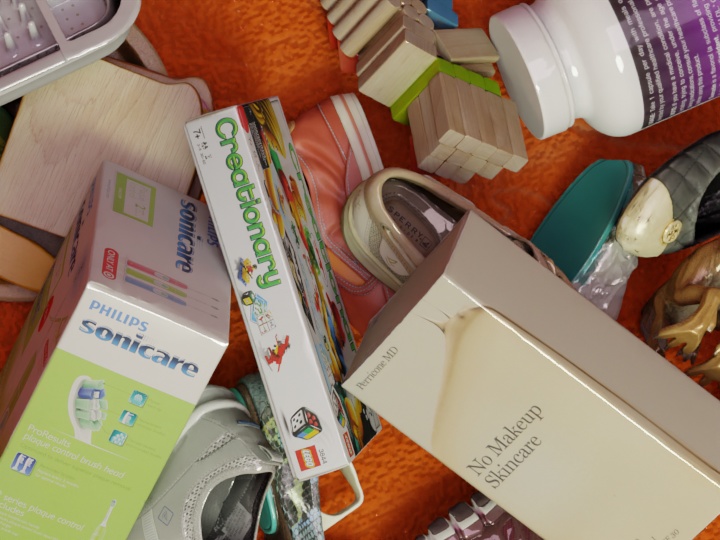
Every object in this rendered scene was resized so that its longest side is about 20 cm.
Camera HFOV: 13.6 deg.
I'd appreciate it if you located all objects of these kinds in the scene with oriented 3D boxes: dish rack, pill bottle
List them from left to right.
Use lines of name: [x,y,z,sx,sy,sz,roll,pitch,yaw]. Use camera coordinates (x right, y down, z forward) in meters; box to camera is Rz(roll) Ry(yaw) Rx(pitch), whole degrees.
dish rack: [-0.231,-0.147,1.679,0.199,0.044,0.172,-25,58,-8]
pill bottle: [0.179,-0.149,1.741,0.199,0.112,0.113,-23,94,-8]

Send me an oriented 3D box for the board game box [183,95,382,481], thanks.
board game box: [-0.041,0.006,1.650,0.034,0.126,0.201,-17,94,10]

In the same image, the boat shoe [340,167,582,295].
boat shoe: [0.078,0.013,1.681,0.200,0.065,0.072,39,71,-4]

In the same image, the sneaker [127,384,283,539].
sneaker: [-0.104,0.168,1.694,0.074,0.082,0.201,5,111,-42]

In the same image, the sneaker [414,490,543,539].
sneaker: [0.104,0.176,1.727,0.200,0.115,0.076,-42,140,-6]

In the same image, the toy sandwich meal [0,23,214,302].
toy sandwich meal: [-0.184,-0.072,1.704,0.204,0.070,0.207,0,91,-9]

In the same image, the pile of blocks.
pile of blocks: [0.024,-0.125,1.737,0.082,0.062,0.201,-4,58,-48]

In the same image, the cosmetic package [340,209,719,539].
cosmetic package: [0.102,0.073,1.634,0.200,0.073,0.104,36,124,-8]

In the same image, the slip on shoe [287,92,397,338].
slip on shoe: [0.000,0.000,1.737,0.061,0.074,0.201,-18,88,-3]

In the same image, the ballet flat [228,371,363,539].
ballet flat: [-0.026,0.155,1.738,0.074,0.074,0.201,-11,94,-9]

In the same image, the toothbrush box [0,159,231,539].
toothbrush box: [-0.146,0.067,1.637,0.086,0.146,0.201,24,116,-13]

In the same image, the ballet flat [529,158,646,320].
ballet flat: [0.113,0.028,1.766,0.072,0.072,0.201,35,87,-8]

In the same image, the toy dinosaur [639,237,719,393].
toy dinosaur: [0.201,0.002,1.704,0.060,0.200,0.107,26,52,-19]

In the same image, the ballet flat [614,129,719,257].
ballet flat: [0.229,-0.049,1.745,0.199,0.067,0.057,-20,51,-31]
